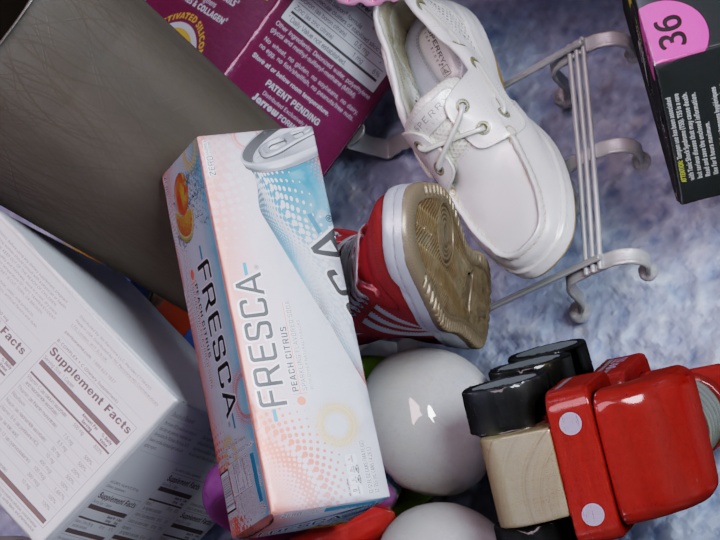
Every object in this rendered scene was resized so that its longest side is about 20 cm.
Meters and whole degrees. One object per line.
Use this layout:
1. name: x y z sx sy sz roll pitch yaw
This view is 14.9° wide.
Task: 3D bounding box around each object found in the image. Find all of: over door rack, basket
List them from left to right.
1. basket: -0.133 -0.074 1.499 0.180 0.200 0.136 -26 35 52
2. over door rack: 0.085 -0.039 1.593 0.199 0.066 0.148 -19 62 36

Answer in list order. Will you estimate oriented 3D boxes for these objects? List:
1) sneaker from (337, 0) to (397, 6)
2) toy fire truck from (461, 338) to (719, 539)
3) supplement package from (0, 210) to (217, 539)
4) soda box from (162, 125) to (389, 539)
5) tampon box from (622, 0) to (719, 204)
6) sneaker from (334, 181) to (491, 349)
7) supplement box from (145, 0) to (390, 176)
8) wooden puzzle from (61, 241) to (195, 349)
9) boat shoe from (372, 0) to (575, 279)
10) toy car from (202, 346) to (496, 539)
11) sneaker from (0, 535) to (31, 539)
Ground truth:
1. sneaker: 0.046 -0.198 1.525 0.199 0.095 0.079 -6 78 9
2. toy fire truck: 0.174 0.094 1.435 0.199 0.176 0.129 -13 93 16
3. supplement package: -0.155 0.072 1.543 0.111 0.200 0.156 -46 72 2
4. soda box: -0.044 0.032 1.405 0.064 0.068 0.201 143 118 -63
5. tampon box: 0.242 -0.150 1.466 0.199 0.126 0.150 -14 53 4
6. sneaker: 0.000 0.000 1.456 0.112 0.200 0.072 3 76 13
7. supplement box: -0.069 -0.119 1.655 0.200 0.103 0.131 -54 36 -1
8. wooden puzzle: -0.154 0.062 1.683 0.200 0.046 0.186 36 90 33
9. boat shoe: 0.054 -0.079 1.541 0.071 0.069 0.200 -44 50 21
10. toy car: -0.014 0.138 1.490 0.175 0.149 0.201 -40 49 53
11. sneaker: -0.150 0.229 1.535 0.114 0.200 0.073 -52 23 23
